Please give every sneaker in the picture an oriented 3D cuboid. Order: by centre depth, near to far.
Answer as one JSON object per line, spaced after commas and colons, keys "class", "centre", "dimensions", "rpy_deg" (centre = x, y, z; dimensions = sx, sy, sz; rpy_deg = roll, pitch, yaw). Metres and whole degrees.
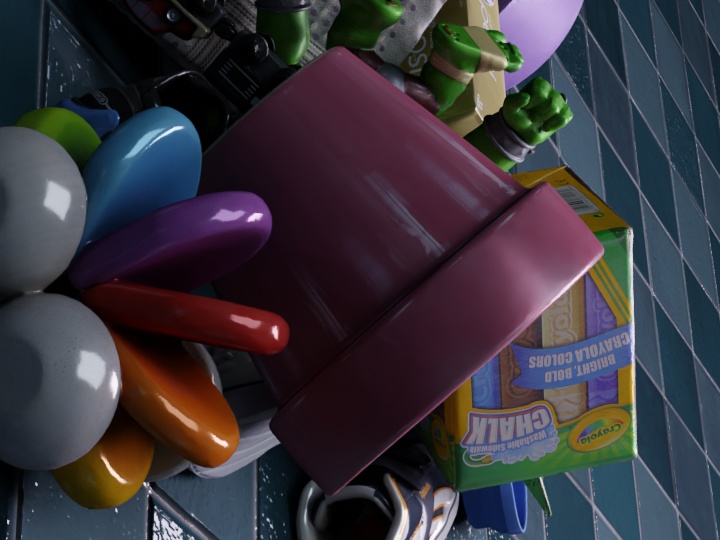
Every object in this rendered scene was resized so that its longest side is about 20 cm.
{"class": "sneaker", "centre": [-0.101, -0.068, 1.444], "dimensions": [0.199, 0.082, 0.071], "rpy_deg": [11, 62, -71]}
{"class": "sneaker", "centre": [-0.067, 0.067, 1.475], "dimensions": [0.071, 0.073, 0.200], "rpy_deg": [50, 18, 9]}
{"class": "sneaker", "centre": [0.011, 0.144, 1.584], "dimensions": [0.200, 0.078, 0.080], "rpy_deg": [-74, 149, -54]}

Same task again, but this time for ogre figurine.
{"class": "ogre figurine", "centre": [0.009, -0.103, 1.495], "dimensions": [0.199, 0.120, 0.098], "rpy_deg": [24, 24, -16]}

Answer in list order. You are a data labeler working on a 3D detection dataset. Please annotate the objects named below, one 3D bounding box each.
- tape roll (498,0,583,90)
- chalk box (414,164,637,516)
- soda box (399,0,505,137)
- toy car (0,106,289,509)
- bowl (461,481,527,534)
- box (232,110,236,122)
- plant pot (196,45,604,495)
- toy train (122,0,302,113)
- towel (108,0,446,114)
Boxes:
{"class": "tape roll", "centre": [0.059, -0.224, 1.833], "dimensions": [0.085, 0.199, 0.201], "rpy_deg": [39, 39, -57]}
{"class": "chalk box", "centre": [0.094, 0.054, 1.593], "dimensions": [0.124, 0.123, 0.201], "rpy_deg": [-127, -149, -64]}
{"class": "soda box", "centre": [0.048, -0.156, 1.628], "dimensions": [0.064, 0.067, 0.201], "rpy_deg": [50, 30, -51]}
{"class": "toy car", "centre": [-0.110, 0.009, 1.258], "dimensions": [0.175, 0.149, 0.201], "rpy_deg": [15, 60, -67]}
{"class": "bowl", "centre": [0.088, 0.088, 1.827], "dimensions": [0.201, 0.039, 0.202], "rpy_deg": [-6, 90, -83]}
{"class": "box", "centre": [-0.064, -0.209, 1.624], "dimensions": [0.149, 0.106, 0.201], "rpy_deg": [-75, 144, -56]}
{"class": "plant pot", "centre": [0.001, -0.012, 1.369], "dimensions": [0.179, 0.200, 0.200], "rpy_deg": [50, 20, 2]}
{"class": "toy train", "centre": [-0.110, -0.155, 1.456], "dimensions": [0.200, 0.046, 0.034], "rpy_deg": [44, 11, 1]}
{"class": "towel", "centre": [-0.038, -0.189, 1.529], "dimensions": [0.200, 0.193, 0.035], "rpy_deg": [38, -1, -27]}
